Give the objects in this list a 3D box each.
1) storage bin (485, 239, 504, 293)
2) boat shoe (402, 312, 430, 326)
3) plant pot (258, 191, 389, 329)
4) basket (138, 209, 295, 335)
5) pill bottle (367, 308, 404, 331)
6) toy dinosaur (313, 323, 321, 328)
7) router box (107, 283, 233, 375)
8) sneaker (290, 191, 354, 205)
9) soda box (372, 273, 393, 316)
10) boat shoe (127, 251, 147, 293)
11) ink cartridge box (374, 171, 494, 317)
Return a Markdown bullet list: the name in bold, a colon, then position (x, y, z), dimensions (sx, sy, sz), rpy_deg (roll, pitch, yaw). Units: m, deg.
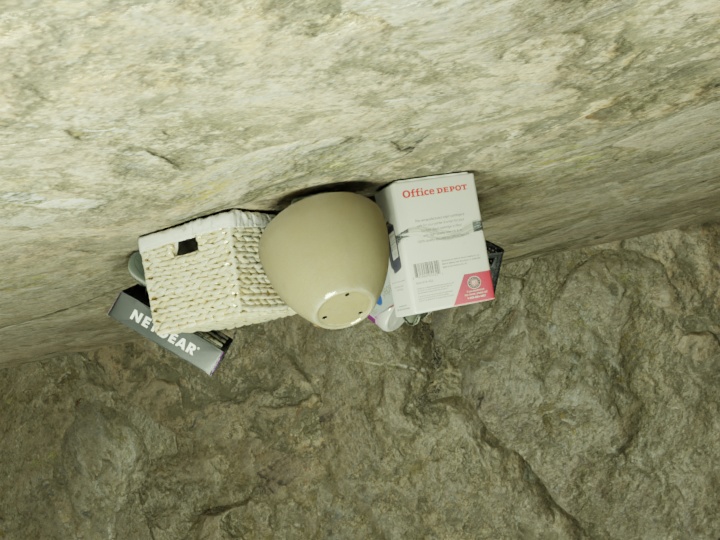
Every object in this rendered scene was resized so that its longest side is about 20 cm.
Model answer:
- **storage bin**: position (0.161, -0.023, 1.951), dimensions (0.134, 0.095, 0.199), rpy_deg (-6, -154, -39)
- **boat shoe**: position (0.097, 0.047, 1.865), dimensions (0.064, 0.070, 0.201), rpy_deg (-45, 155, -14)
- **plant pot**: position (-0.040, 0.005, 1.490), dimensions (0.197, 0.136, 0.202), rpy_deg (-13, 145, -9)
- **basket**: position (-0.214, 0.005, 1.621), dimensions (0.196, 0.164, 0.199), rpy_deg (-13, 173, 30)
- **pill bottle**: position (0.011, 0.022, 2.026), dimensions (0.112, 0.199, 0.113), rpy_deg (-41, 154, -25)
- **toy dinosaur**: position (-0.095, 0.003, 1.834), dimensions (0.105, 0.202, 0.060), rpy_deg (-22, 168, -42)
- **router box**: position (-0.319, 0.097, 1.731), dimensions (0.198, 0.052, 0.149), rpy_deg (31, -177, -2)
- **sneaker**: position (-0.022, -0.080, 1.570), dimensions (0.087, 0.075, 0.199), rpy_deg (-18, 168, 23)
- **soda box**: position (0.062, 0.019, 1.723), dimensions (0.067, 0.064, 0.200), rpy_deg (-25, 173, -19)
- **boat shoe**: position (-0.317, 0.031, 1.770), dimensions (0.200, 0.075, 0.065), rpy_deg (24, 141, -27)
- **ink cartridge box**: position (0.115, -0.041, 1.595), dimensions (0.143, 0.204, 0.084), rpy_deg (-9, 177, -20)
